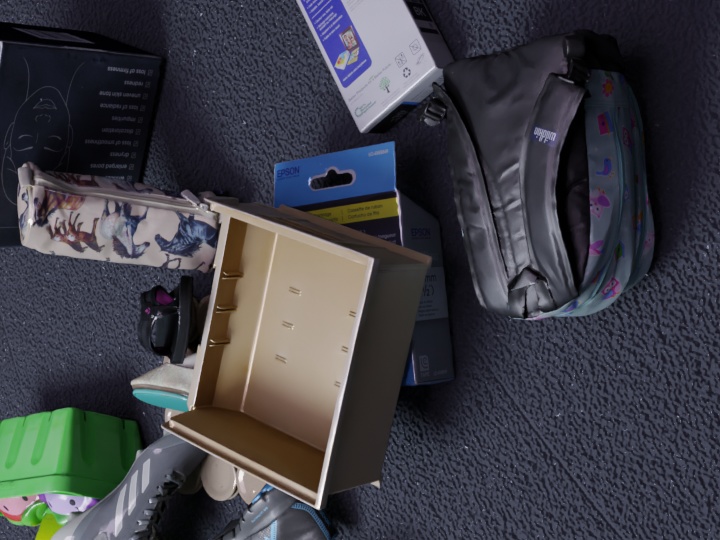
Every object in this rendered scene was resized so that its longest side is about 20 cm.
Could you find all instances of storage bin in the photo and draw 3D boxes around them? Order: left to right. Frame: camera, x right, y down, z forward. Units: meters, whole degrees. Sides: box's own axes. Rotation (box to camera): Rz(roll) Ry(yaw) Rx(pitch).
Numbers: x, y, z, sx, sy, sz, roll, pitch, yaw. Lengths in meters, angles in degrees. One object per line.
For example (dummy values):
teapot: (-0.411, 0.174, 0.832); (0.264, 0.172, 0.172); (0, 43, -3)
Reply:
storage bin: (-0.060, 0.058, 1.132); (0.197, 0.093, 0.203); (20, 104, 35)

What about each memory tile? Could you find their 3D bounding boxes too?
memory tile: (-0.135, 0.123, 1.334); (0.152, 0.017, 0.203); (0, 92, 39)

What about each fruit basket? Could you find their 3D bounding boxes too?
fruit basket: (-0.312, 0.257, 1.418); (0.214, 0.155, 0.218); (-16, 66, 38)

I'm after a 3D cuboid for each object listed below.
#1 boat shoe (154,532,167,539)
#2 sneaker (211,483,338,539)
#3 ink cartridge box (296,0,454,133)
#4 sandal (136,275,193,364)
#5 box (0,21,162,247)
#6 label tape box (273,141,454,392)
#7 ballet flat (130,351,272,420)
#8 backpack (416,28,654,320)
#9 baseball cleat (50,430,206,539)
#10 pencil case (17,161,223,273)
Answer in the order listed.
boat shoe: (-0.186, 0.348, 1.341); (0.200, 0.074, 0.076); (50, 122, 12)
sneaker: (-0.097, 0.265, 1.276); (0.082, 0.073, 0.200); (44, 132, 1)
ink cartridge box: (0.000, -0.228, 1.185); (0.099, 0.039, 0.202); (-36, 72, 35)
sandal: (-0.183, 0.050, 1.259); (0.200, 0.047, 0.076); (149, 125, -73)
box: (-0.320, -0.134, 1.351); (0.123, 0.199, 0.199); (23, 107, 37)
label tape box: (0.000, 0.000, 1.185); (0.142, 0.066, 0.203); (-7, 86, 39)
ballet flat: (-0.130, 0.106, 1.292); (0.198, 0.067, 0.063); (6, 69, 35)
backpack: (0.143, -0.065, 1.024); (0.166, 0.126, 0.203); (-9, 88, 51)
baseball cleat: (-0.203, 0.235, 1.306); (0.200, 0.070, 0.107); (-42, 58, 3)
pencil case: (-0.226, -0.051, 1.283); (0.078, 0.198, 0.090); (-102, 28, -43)
